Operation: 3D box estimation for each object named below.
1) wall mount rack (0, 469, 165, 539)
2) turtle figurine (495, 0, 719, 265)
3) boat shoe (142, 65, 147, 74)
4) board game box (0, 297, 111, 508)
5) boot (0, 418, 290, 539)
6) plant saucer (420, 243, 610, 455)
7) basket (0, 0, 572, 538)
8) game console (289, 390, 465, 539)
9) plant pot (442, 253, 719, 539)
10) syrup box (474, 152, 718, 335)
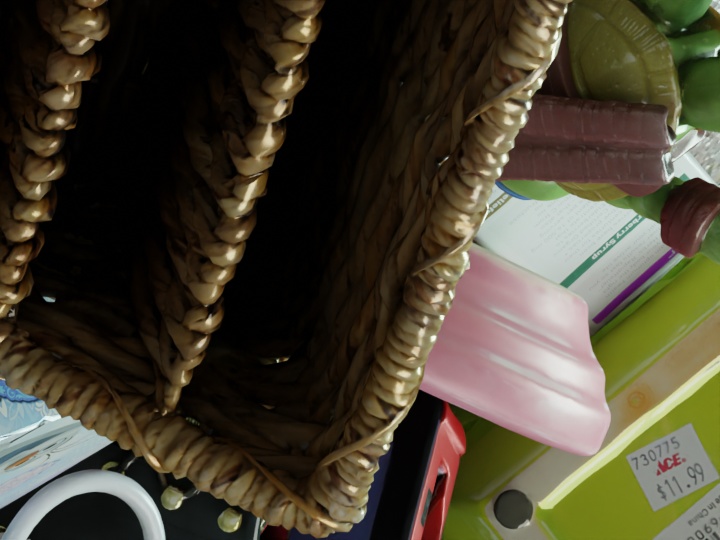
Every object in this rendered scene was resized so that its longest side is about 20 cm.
[{"bbox_3d":[-0.084,0.174,0.958,0.173,0.074,0.201,27,88,-37],"label":"wall mount rack"},{"bbox_3d":[0.133,-0.072,0.948,0.199,0.145,0.194,22,156,-14],"label":"turtle figurine"},{"bbox_3d":[-0.110,-0.079,0.926,0.200,0.069,0.071,-30,120,-45],"label":"boat shoe"},{"bbox_3d":[-0.146,0.061,0.854,0.200,0.044,0.199,-31,173,31],"label":"board game box"},{"bbox_3d":[-0.098,0.041,1.004,0.204,0.153,0.074,89,20,-60],"label":"boot"},{"bbox_3d":[0.000,0.000,1.029,0.200,0.200,0.051,24,93,-56],"label":"plant saucer"},{"bbox_3d":[-0.046,-0.062,0.718,0.142,0.149,0.201,12,121,-18],"label":"basket"},{"bbox_3d":[-0.053,0.127,1.095,0.176,0.201,0.031,-13,130,29],"label":"game console"},{"bbox_3d":[0.141,0.100,1.227,0.200,0.199,0.181,-38,180,1],"label":"plant pot"},{"bbox_3d":[0.058,-0.055,1.108,0.081,0.079,0.200,-42,149,6],"label":"syrup box"}]
